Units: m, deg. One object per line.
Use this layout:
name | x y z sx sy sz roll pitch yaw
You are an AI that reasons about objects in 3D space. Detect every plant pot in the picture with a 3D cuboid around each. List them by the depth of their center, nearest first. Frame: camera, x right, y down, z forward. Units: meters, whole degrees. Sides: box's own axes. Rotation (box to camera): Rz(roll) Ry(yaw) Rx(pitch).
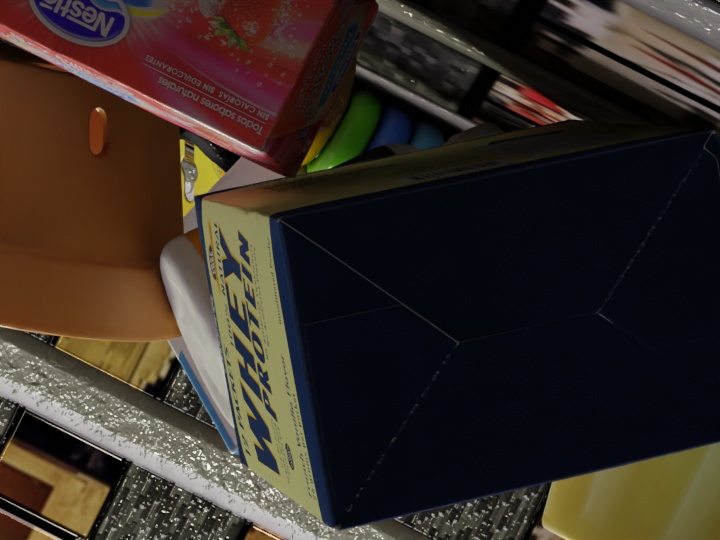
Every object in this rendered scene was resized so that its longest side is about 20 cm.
plant pot | -0.185 -0.050 1.579 0.199 0.141 0.200 10 -172 -1
plant pot | 0.208 0.099 1.674 0.200 0.190 0.201 26 178 1

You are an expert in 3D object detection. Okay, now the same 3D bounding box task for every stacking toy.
stacking toy | -0.016 -0.079 1.661 0.199 0.086 0.085 31 177 -10

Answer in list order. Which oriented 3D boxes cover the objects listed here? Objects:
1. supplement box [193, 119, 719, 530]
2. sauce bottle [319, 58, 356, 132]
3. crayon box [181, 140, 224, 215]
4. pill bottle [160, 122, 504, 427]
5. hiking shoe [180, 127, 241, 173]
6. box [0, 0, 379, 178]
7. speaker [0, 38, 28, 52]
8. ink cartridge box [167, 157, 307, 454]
supplement box | 0.046 0.016 1.244 0.199 0.135 0.200 -11 -173 -12
sauce bottle | -0.101 -0.121 1.441 0.199 0.066 0.066 14 174 20
crayon box | -0.048 -0.052 1.963 0.199 0.128 0.051 26 -144 34
pill bottle | 0.000 0.000 1.519 0.117 0.199 0.117 61 167 24
hiking shoe | -0.103 -0.115 1.738 0.200 0.076 0.101 21 -163 -49
box | -0.103 -0.130 1.246 0.199 0.095 0.103 26 179 8
speaker | -0.190 -0.166 1.597 0.081 0.082 0.200 28 177 -31
ink cartridge box | -0.008 0.019 1.769 0.200 0.146 0.147 6 -134 -53
